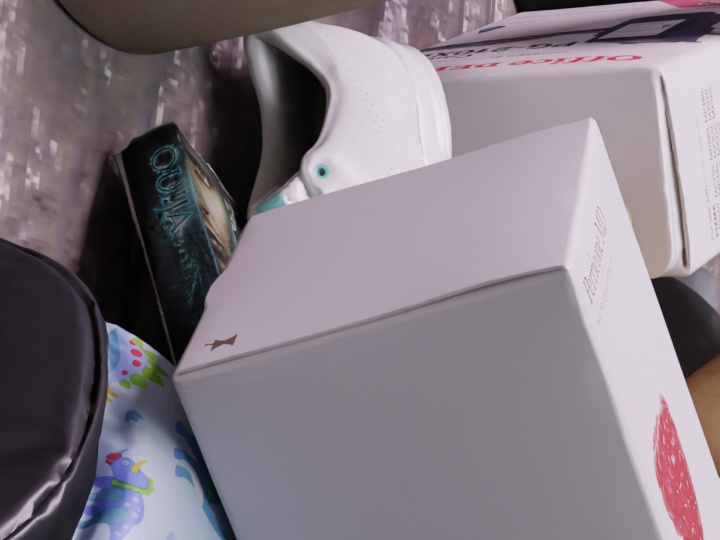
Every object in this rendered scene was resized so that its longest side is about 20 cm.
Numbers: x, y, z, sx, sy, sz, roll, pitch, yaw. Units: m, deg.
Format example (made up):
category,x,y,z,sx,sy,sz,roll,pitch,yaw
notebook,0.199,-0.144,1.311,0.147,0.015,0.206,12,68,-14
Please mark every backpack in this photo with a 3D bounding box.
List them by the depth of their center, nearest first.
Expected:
category,x,y,z,sx,sy,sz,roll,pitch,yaw
backpack,-0.084,0.112,0.770,0.163,0.154,0.200,-83,172,-55

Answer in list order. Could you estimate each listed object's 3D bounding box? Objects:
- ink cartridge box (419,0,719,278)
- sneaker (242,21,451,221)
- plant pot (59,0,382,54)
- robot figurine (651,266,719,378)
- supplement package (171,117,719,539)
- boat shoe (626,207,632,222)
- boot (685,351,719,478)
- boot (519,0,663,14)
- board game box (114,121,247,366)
category,x,y,z,sx,sy,sz,roll,pitch,yaw
ink cartridge box,0.096,-0.057,1.095,0.200,0.145,0.084,-28,113,-60
sneaker,0.000,0.000,0.932,0.088,0.075,0.200,18,45,-48
plant pot,0.011,-0.169,0.871,0.187,0.200,0.188,2,88,-62
robot figurine,0.093,0.073,1.122,0.200,0.113,0.170,-62,160,-44
supplement package,0.042,0.078,0.797,0.121,0.120,0.200,-70,142,-65
boat shoe,0.090,0.071,0.955,0.072,0.076,0.200,85,11,-81
boot,0.178,-0.013,1.031,0.175,0.066,0.200,-20,131,-68
boot,0.132,-0.148,1.271,0.174,0.069,0.200,-60,145,-53
board game box,-0.019,0.055,0.929,0.200,0.028,0.135,55,12,-49
